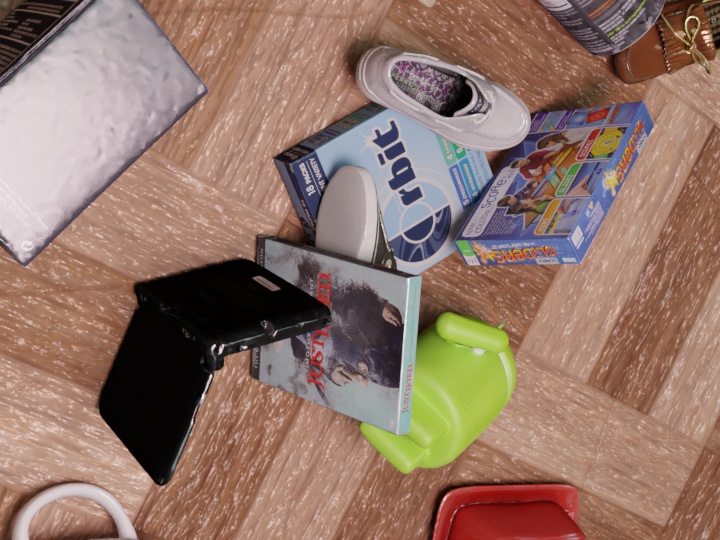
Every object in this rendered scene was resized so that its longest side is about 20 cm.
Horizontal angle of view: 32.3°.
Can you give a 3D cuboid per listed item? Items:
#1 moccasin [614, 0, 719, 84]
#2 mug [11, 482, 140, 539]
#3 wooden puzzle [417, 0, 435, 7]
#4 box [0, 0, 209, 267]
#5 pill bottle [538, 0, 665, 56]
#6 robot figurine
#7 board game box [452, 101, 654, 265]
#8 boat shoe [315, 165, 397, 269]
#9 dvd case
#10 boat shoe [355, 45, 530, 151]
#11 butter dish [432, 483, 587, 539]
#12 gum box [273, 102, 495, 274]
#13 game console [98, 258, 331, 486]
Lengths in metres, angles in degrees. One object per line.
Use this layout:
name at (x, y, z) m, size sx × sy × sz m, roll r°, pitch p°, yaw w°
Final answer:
moccasin at (0.361, -0.253, 1.350) m, size 0.200 × 0.078 × 0.074 m, roll -20°, pitch 112°, yaw -22°
mug at (-0.253, 0.295, 1.140) m, size 0.174 × 0.147 × 0.202 m, roll -9°, pitch 77°, yaw -34°
wooden puzzle at (0.035, -0.377, 1.174) m, size 0.199 × 0.037 × 0.187 m, roll 27°, pitch 89°, yaw -35°
box at (-0.252, -0.128, 0.986) m, size 0.198 × 0.200 × 0.123 m, roll -46°, pitch 118°, yaw -10°
pill bottle at (0.207, -0.313, 1.236) m, size 0.199 × 0.106 × 0.107 m, roll 37°, pitch 85°, yaw -30°
robot figurine at (0.083, 0.120, 1.254) m, size 0.200 × 0.116 × 0.176 m, roll -35°, pitch 161°, yaw -48°
board game box at (0.192, -0.087, 1.230) m, size 0.201 × 0.134 × 0.035 m, roll -56°, pitch 128°, yaw -32°
boat shoe at (0.000, 0.000, 1.183) m, size 0.063 × 0.070 × 0.203 m, roll -7°, pitch 106°, yaw -41°
dvd case at (-0.027, 0.056, 1.156) m, size 0.022 × 0.199 × 0.148 m, roll -9°, pitch 108°, yaw -44°
boat shoe at (0.092, -0.164, 1.184) m, size 0.199 × 0.068 × 0.073 m, roll 24°, pitch 90°, yaw -30°
butter dish at (0.181, 0.350, 1.368) m, size 0.198 × 0.148 × 0.202 m, roll 4°, pitch 100°, yaw -28°
gum box at (0.035, -0.081, 1.240) m, size 0.199 × 0.044 × 0.171 m, roll -32°, pitch 116°, yaw -18°
game console at (-0.134, 0.081, 1.102) m, size 0.174 × 0.200 × 0.118 m, roll -15°, pitch 110°, yaw -24°
